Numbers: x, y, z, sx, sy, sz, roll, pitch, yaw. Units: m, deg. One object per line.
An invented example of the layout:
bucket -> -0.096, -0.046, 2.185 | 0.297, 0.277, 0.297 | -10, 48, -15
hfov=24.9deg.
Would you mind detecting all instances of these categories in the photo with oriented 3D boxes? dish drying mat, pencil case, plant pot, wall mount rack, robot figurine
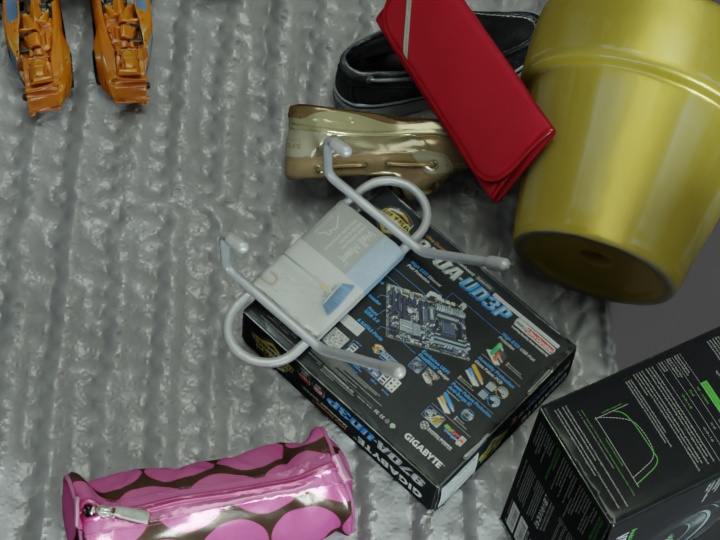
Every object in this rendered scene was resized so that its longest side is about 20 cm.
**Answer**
dish drying mat -> 0.074, -0.149, 1.235 | 0.018, 0.077, 0.201 | 6, 44, -44
pencil case -> -0.100, 0.158, 1.101 | 0.197, 0.094, 0.092 | -11, 60, -13
plant pot -> 0.203, -0.086, 1.229 | 0.199, 0.201, 0.191 | 19, 73, 6
wall mount rack -> 0.000, 0.000, 1.162 | 0.173, 0.075, 0.200 | 38, 64, 18
robot figurine -> -0.232, -0.222, 1.336 | 0.143, 0.058, 0.202 | -7, 60, -11

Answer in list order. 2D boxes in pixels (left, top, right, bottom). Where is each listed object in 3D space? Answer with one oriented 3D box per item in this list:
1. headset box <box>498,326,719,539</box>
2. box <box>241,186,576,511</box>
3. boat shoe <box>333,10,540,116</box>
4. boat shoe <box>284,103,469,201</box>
headset box -> 0.210, 0.130, 1.101 | 0.198, 0.175, 0.093 | -22, 62, -19
box -> 0.034, 0.053, 1.204 | 0.200, 0.046, 0.159 | 40, 63, 18
boat shoe -> 0.071, -0.182, 1.337 | 0.198, 0.068, 0.072 | -15, 61, -14
boat shoe -> 0.037, -0.088, 1.285 | 0.197, 0.071, 0.065 | 6, 93, -11
